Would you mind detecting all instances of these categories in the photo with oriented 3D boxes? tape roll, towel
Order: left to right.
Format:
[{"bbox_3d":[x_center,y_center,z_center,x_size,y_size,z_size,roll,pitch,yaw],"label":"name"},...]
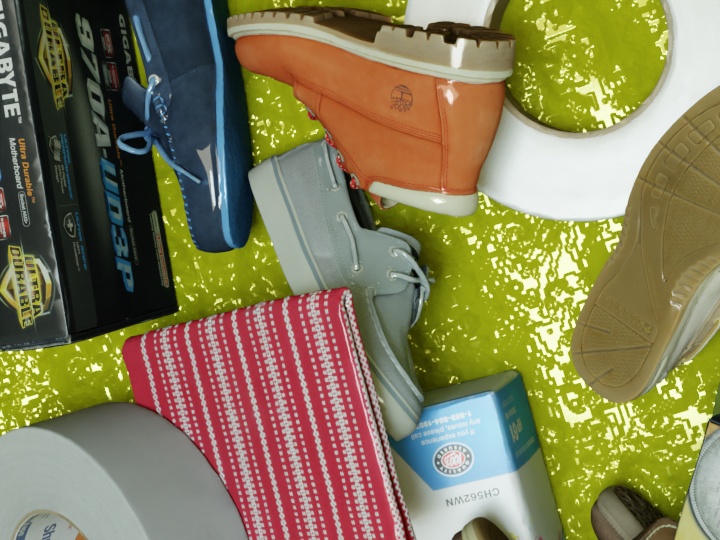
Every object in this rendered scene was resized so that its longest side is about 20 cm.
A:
[{"bbox_3d":[-0.147,0.180,0.995,0.200,0.066,0.201,15,111,43],"label":"tape roll"},{"bbox_3d":[-0.055,0.092,0.940,0.200,0.022,0.145,-14,92,47],"label":"towel"},{"bbox_3d":[0.122,-0.128,0.964,0.202,0.037,0.204,1,95,15],"label":"tape roll"}]

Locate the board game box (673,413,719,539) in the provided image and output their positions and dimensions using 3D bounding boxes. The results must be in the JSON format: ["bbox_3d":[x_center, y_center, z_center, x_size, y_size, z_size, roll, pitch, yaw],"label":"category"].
[{"bbox_3d":[0.204,0.184,0.817,0.135,0.035,0.201,21,104,26],"label":"board game box"}]

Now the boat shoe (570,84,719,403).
[{"bbox_3d":[0.182,-0.020,0.924,0.074,0.069,0.200,43,122,25],"label":"boat shoe"}]

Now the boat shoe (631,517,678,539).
[{"bbox_3d":[0.215,0.206,0.876,0.200,0.076,0.074,49,144,4],"label":"boat shoe"}]

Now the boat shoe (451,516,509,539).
[{"bbox_3d":[0.081,0.230,0.902,0.072,0.072,0.201,-24,96,11],"label":"boat shoe"}]

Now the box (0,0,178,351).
[{"bbox_3d":[-0.167,-0.062,0.979,0.046,0.159,0.201,-8,92,15],"label":"box"}]

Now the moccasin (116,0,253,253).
[{"bbox_3d":[-0.106,-0.106,1.009,0.068,0.080,0.201,-10,78,8],"label":"moccasin"}]

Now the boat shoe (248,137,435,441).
[{"bbox_3d":[0.000,0.000,0.955,0.071,0.070,0.201,-30,54,5],"label":"boat shoe"}]

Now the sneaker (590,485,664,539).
[{"bbox_3d":[0.180,0.216,0.959,0.075,0.070,0.200,-40,84,15],"label":"sneaker"}]

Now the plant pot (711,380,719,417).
[{"bbox_3d":[0.289,0.085,0.879,0.199,0.187,0.188,18,99,26],"label":"plant pot"}]

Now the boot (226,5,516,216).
[{"bbox_3d":[-0.005,-0.092,0.955,0.200,0.075,0.108,21,113,43],"label":"boot"}]

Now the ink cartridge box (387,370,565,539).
[{"bbox_3d":[0.043,0.175,0.984,0.144,0.085,0.201,-15,92,15],"label":"ink cartridge box"}]
